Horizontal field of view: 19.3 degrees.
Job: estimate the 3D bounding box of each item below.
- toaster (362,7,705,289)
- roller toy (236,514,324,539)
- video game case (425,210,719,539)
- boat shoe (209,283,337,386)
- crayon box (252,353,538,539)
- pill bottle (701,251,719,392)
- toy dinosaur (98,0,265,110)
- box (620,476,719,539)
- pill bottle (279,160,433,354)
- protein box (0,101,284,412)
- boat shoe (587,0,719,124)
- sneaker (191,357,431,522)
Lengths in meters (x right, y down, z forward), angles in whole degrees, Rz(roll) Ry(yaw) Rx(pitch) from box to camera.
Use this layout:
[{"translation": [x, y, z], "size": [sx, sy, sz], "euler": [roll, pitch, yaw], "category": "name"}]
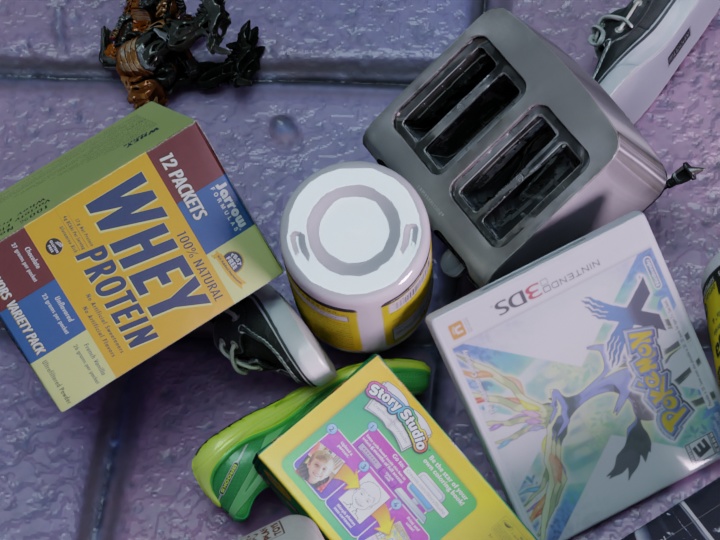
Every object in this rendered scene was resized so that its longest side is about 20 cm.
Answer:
[{"translation": [0.127, -0.086, 1.658], "size": [0.200, 0.119, 0.181], "euler": [-43, 63, 11], "category": "toaster"}, {"translation": [-0.048, 0.269, 1.470], "size": [0.139, 0.200, 0.183], "euler": [-27, 56, -4], "category": "roller toy"}, {"translation": [0.168, 0.084, 1.577], "size": [0.182, 0.022, 0.200], "euler": [-27, 102, -8], "category": "video game case"}, {"translation": [-0.078, 0.051, 1.640], "size": [0.064, 0.071, 0.200], "euler": [-39, 28, -5], "category": "boat shoe"}, {"translation": [0.029, 0.176, 1.555], "size": [0.119, 0.058, 0.200], "euler": [-39, 83, -14], "category": "crayon box"}, {"translation": [0.322, 0.078, 1.569], "size": [0.112, 0.113, 0.200], "euler": [-7, 54, 3], "category": "pill bottle"}, {"translation": [-0.162, -0.184, 1.818], "size": [0.135, 0.102, 0.201], "euler": [-15, 77, 16], "category": "toy dinosaur"}, {"translation": [0.237, 0.274, 1.483], "size": [0.200, 0.104, 0.182], "euler": [-31, 60, -11], "category": "box"}, {"translation": [0.000, 0.000, 1.606], "size": [0.111, 0.200, 0.112], "euler": [-1, 72, 2], "category": "pill bottle"}, {"translation": [-0.193, -0.017, 1.624], "size": [0.198, 0.200, 0.135], "euler": [-32, 105, -9], "category": "protein box"}, {"translation": [0.226, -0.189, 1.764], "size": [0.068, 0.074, 0.200], "euler": [30, 73, 25], "category": "boat shoe"}, {"translation": [-0.031, 0.129, 1.629], "size": [0.200, 0.074, 0.084], "euler": [-27, 87, -13], "category": "sneaker"}]
